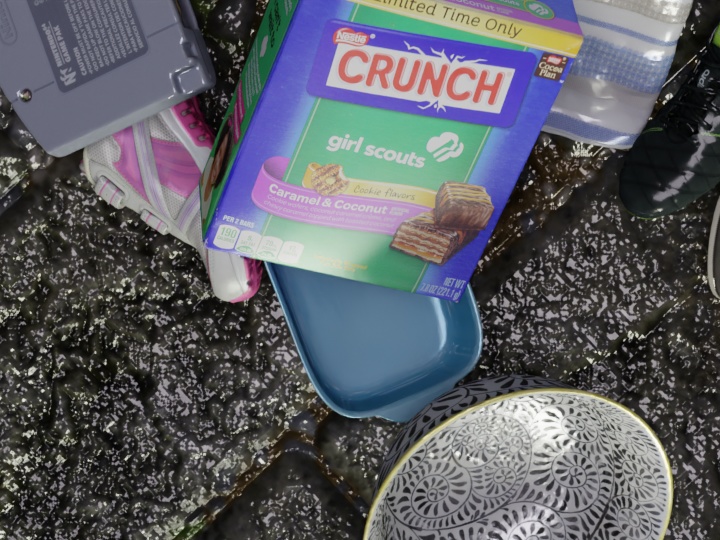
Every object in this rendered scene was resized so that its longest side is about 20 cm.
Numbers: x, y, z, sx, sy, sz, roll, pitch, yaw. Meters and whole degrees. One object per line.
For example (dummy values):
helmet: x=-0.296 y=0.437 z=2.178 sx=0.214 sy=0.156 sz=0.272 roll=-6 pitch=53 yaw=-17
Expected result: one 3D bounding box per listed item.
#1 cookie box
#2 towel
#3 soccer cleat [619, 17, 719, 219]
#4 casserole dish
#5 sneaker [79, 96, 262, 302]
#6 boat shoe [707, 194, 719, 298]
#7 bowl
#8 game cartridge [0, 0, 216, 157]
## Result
cookie box: x=0.014 y=-0.093 z=1.363 sx=0.171 sy=0.075 sz=0.200 roll=12 pitch=124 yaw=-17
towel: x=0.123 y=-0.151 z=1.408 sx=0.147 sy=0.200 sz=0.024 roll=14 pitch=54 yaw=0
soccer cleat: x=0.227 y=-0.119 z=1.435 sx=0.200 sy=0.081 sz=0.068 roll=-47 pitch=53 yaw=-3
casserole dish: x=0.000 y=0.000 z=1.472 sx=0.121 sy=0.039 sz=0.200 roll=-22 pitch=93 yaw=-14
sneaker: x=-0.128 y=-0.065 z=1.472 sx=0.088 sy=0.081 sz=0.200 roll=-27 pitch=86 yaw=8
boat shoe: x=0.271 y=-0.060 z=1.427 sx=0.057 sy=0.067 sz=0.200 roll=38 pitch=120 yaw=40
bowl: x=0.085 y=0.135 z=1.445 sx=0.201 sy=0.094 sz=0.201 roll=-8 pitch=121 yaw=-14
game cartridge: x=-0.180 y=-0.179 z=1.426 sx=0.133 sy=0.040 sz=0.200 roll=-22 pitch=82 yaw=15
